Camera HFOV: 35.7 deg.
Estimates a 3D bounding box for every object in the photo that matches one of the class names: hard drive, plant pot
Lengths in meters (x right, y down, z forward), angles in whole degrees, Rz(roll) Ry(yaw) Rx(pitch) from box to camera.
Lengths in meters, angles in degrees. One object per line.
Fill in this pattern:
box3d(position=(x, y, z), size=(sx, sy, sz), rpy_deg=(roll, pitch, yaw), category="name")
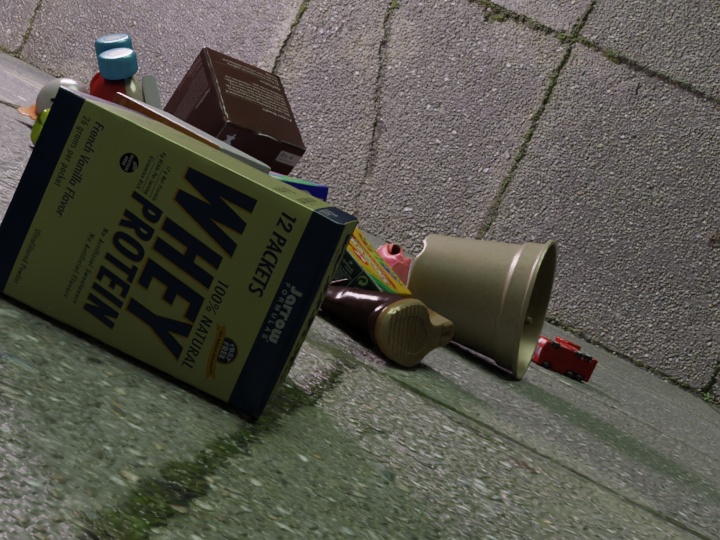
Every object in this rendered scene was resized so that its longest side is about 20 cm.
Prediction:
box3d(position=(-0.338, -0.235, 1.856), size=(0.026, 0.134, 0.200), rpy_deg=(-11, -2, -11), category="hard drive")
box3d(position=(0.168, 0.034, 1.610), size=(0.181, 0.203, 0.200), rpy_deg=(15, 1, 18), category="plant pot")

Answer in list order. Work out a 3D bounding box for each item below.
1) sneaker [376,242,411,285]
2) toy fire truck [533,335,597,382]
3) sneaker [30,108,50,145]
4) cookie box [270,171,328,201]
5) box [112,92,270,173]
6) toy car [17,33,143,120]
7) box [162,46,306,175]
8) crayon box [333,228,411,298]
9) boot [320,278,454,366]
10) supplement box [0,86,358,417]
box3d(position=(0.042, -0.006, 1.832), size=(0.073, 0.088, 0.200), rpy_deg=(25, 5, -20), category="sneaker")
box3d(position=(0.357, 0.150, 2.056), size=(0.198, 0.049, 0.141), rpy_deg=(22, 6, -35), category="toy fire truck")
box3d(position=(-0.369, -0.170, 1.491), size=(0.104, 0.077, 0.200), rpy_deg=(24, 4, -31), category="sneaker")
box3d(position=(-0.177, -0.118, 1.670), size=(0.198, 0.076, 0.170), rpy_deg=(17, 8, 33), category="cookie box")
box3d(position=(-0.224, -0.113, 1.339), size=(0.199, 0.126, 0.097), rpy_deg=(28, 6, 35), category="box")
box3d(position=(-0.445, -0.257, 1.785), size=(0.197, 0.187, 0.177), rpy_deg=(-12, 28, -11), category="toy car")
box3d(position=(-0.220, -0.235, 1.896), size=(0.164, 0.164, 0.202), rpy_deg=(17, 39, -37), category="box")
box3d(position=(0.000, 0.000, 1.511), size=(0.127, 0.051, 0.200), rpy_deg=(50, 10, 11), category="crayon box")
box3d(position=(0.002, 0.052, 1.252), size=(0.164, 0.073, 0.200), rpy_deg=(15, 1, 23), category="boot")
box3d(position=(-0.120, -0.017, 0.786), size=(0.198, 0.136, 0.200), rpy_deg=(25, 5, 1), category="supplement box")
